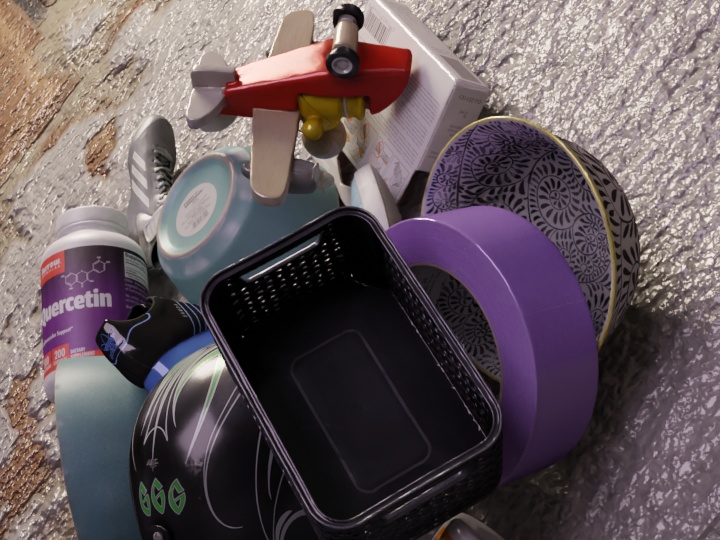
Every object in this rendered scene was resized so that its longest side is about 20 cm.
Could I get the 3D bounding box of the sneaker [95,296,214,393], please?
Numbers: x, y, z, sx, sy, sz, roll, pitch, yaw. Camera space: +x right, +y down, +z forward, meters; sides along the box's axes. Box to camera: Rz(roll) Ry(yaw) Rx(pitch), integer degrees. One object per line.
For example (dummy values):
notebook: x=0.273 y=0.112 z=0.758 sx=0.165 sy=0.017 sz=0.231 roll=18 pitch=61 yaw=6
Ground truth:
sneaker: x=-0.154 y=0.052 z=1.050 sx=0.078 sy=0.200 sz=0.070 roll=37 pitch=106 yaw=9

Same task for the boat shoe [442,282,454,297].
boat shoe: x=0.090 y=-0.041 z=1.019 sx=0.071 sy=0.059 sz=0.202 roll=-2 pitch=63 yaw=44

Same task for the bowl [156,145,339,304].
bowl: x=-0.126 y=-0.042 z=1.190 sx=0.200 sy=0.105 sz=0.203 roll=-25 pitch=50 yaw=33

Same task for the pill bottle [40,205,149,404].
pill bottle: x=-0.276 y=0.039 z=1.253 sx=0.112 sy=0.112 sz=0.202 roll=-24 pitch=62 yaw=31

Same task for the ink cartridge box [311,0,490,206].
ink cartridge box: x=0.029 y=-0.145 z=1.164 sx=0.177 sy=0.044 sz=0.200 roll=-64 pitch=35 yaw=24

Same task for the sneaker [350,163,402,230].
sneaker: x=0.000 y=0.000 z=1.040 sx=0.081 sy=0.074 sz=0.202 roll=-16 pitch=58 yaw=12

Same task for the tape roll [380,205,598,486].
tape roll: x=0.078 y=0.057 z=0.878 sx=0.199 sy=0.065 sz=0.202 roll=19 pitch=114 yaw=49

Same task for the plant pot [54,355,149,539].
plant pot: x=-0.181 y=0.165 z=1.070 sx=0.133 sy=0.201 sz=0.201 roll=-11 pitch=46 yaw=-6

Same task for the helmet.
helmet: x=-0.081 y=0.144 z=0.935 sx=0.199 sy=0.199 sz=0.193 roll=-12 pitch=70 yaw=38

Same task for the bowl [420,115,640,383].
bowl: x=0.143 y=-0.019 z=0.900 sx=0.200 sy=0.094 sz=0.203 roll=21 pitch=117 yaw=48

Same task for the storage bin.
storage bin: x=-0.005 y=0.076 z=0.802 sx=0.134 sy=0.094 sz=0.201 roll=-28 pitch=63 yaw=-9

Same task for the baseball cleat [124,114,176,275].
baseball cleat: x=-0.222 y=-0.086 z=1.362 sx=0.106 sy=0.070 sz=0.202 roll=-5 pitch=70 yaw=35

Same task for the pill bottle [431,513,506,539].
pill bottle: x=0.047 y=0.274 z=0.805 sx=0.201 sy=0.112 sz=0.112 roll=-54 pitch=40 yaw=2

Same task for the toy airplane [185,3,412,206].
toy airplane: x=-0.065 y=-0.156 z=1.138 sx=0.200 sy=0.142 sz=0.199 roll=-44 pitch=46 yaw=-13
